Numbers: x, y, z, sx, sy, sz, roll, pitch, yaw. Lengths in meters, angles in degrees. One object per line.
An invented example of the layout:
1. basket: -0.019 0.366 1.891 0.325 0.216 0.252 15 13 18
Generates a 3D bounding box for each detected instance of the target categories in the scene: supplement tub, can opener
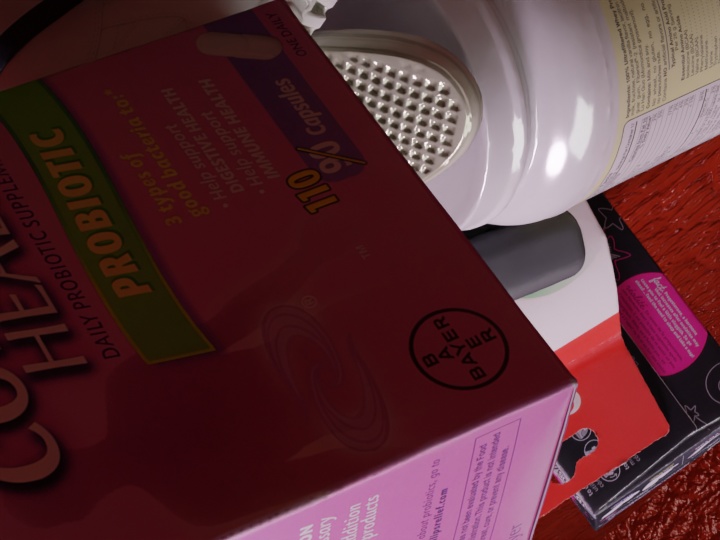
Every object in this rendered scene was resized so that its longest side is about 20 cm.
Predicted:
1. supplement tub: 0.085 -0.105 0.785 0.200 0.145 0.145 -25 160 -31
2. can opener: 0.000 0.000 0.781 0.200 0.067 0.053 -21 -166 -25

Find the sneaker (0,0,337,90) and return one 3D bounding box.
1. sneaker: -0.042 -0.099 0.667 0.200 0.081 0.076 -38 162 1

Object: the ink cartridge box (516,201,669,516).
1. ink cartridge box: 0.086 0.042 1.089 0.161 0.200 0.050 -29 180 -22

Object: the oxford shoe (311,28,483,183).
1. oxford shoe: -0.027 -0.059 0.740 0.200 0.075 0.058 -13 -159 46

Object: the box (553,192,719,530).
1. box: 0.144 0.050 1.217 0.132 0.200 0.115 -35 164 -1

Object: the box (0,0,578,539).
1. box: -0.070 0.033 0.563 0.200 0.176 0.097 -22 146 -21
